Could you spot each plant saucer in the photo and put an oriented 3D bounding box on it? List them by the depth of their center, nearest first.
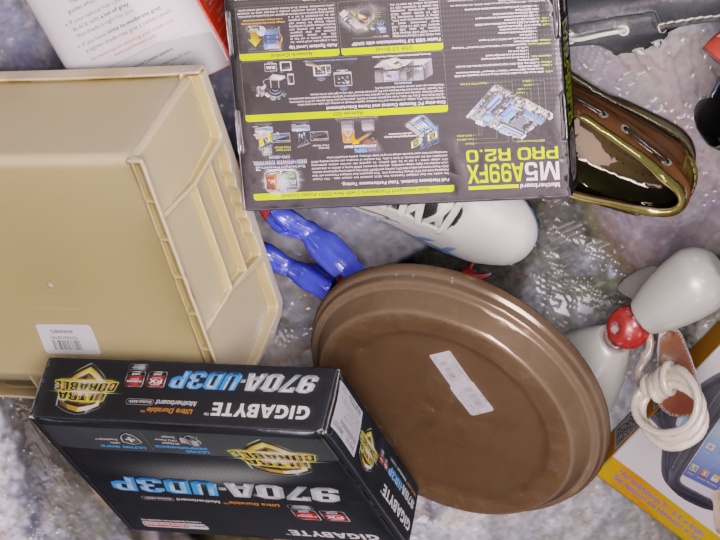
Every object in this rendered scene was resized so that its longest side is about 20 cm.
[{"bbox_3d":[0.055,0.080,1.391,0.200,0.029,0.200,18,137,18],"label":"plant saucer"}]

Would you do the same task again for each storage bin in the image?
[{"bbox_3d":[-0.173,-0.017,1.408,0.200,0.094,0.199,1,128,24],"label":"storage bin"}]

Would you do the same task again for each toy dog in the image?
[{"bbox_3d":[0.167,0.061,1.437,0.200,0.096,0.132,-15,72,44],"label":"toy dog"}]

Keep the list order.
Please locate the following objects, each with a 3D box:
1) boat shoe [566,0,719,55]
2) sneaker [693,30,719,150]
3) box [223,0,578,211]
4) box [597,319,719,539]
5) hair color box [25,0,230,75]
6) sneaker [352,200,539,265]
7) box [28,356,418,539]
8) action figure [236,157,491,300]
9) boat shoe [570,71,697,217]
[{"bbox_3d":[0.152,-0.159,1.361,0.200,0.076,0.060,5,114,19],"label":"boat shoe"},{"bbox_3d":[0.244,-0.078,1.349,0.084,0.075,0.200,-29,131,-11],"label":"sneaker"},{"bbox_3d":[0.023,-0.120,1.337,0.200,0.044,0.160,-3,105,11],"label":"box"},{"bbox_3d":[0.260,0.093,1.473,0.119,0.041,0.200,36,116,-9],"label":"box"},{"bbox_3d":[-0.162,-0.200,1.386,0.101,0.061,0.200,-23,110,16],"label":"hair color box"},{"bbox_3d":[0.020,-0.057,1.420,0.200,0.073,0.072,30,118,-6],"label":"sneaker"},{"bbox_3d":[-0.081,0.113,1.402,0.200,0.046,0.159,1,149,22],"label":"box"},{"bbox_3d":[0.000,0.000,1.460,0.200,0.099,0.065,38,118,14],"label":"action figure"},{"bbox_3d":[0.113,-0.088,1.396,0.200,0.068,0.072,17,117,1],"label":"boat shoe"}]
